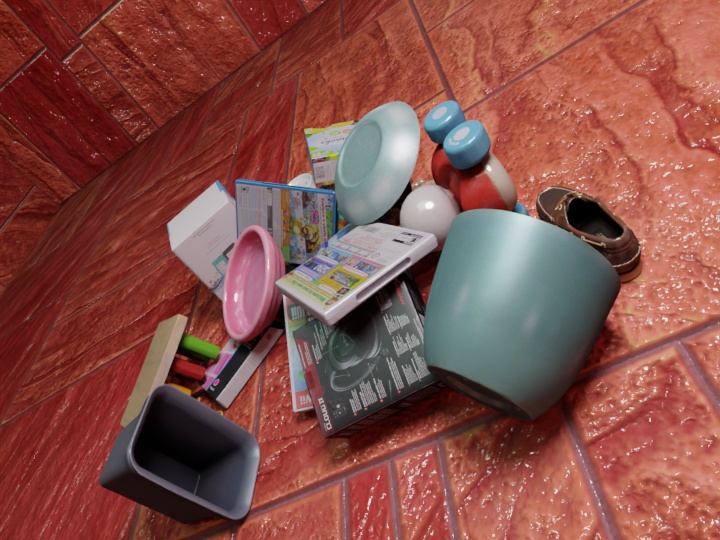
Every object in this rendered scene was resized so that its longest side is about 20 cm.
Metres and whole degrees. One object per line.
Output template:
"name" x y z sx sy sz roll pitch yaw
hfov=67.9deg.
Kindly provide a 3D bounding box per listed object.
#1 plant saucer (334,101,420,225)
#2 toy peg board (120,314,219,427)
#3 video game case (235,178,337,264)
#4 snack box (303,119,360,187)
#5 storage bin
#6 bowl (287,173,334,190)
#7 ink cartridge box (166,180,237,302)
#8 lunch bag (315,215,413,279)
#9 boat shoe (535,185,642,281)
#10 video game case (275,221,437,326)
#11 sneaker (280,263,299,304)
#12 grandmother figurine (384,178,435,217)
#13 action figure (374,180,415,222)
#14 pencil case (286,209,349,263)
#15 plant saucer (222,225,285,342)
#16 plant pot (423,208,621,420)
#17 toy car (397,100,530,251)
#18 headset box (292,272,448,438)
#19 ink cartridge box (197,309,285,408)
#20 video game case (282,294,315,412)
"plant saucer" 0.011 -0.176 0.839 0.198 0.038 0.208 -27 54 44
"toy peg board" -0.348 0.203 0.989 0.198 0.096 0.205 -18 52 58
"video game case" -0.139 -0.086 0.994 0.193 0.148 0.018 8 22 10
"snack box" -0.015 -0.257 1.133 0.193 0.069 0.171 -12 36 -4
"storage bin" -0.263 0.271 0.768 0.132 0.199 0.148 -30 34 29
"bowl" -0.114 -0.143 1.150 0.196 0.095 0.205 -26 38 22
"ink cartridge box" -0.276 -0.046 1.108 0.145 0.202 0.147 -39 34 -3
"lunch bag" 0.000 0.000 0.896 0.158 0.083 0.203 -34 34 16
"boat shoe" 0.289 -0.068 0.695 0.070 0.071 0.201 -37 33 5
"video game case" -0.013 -0.006 0.740 0.180 0.023 0.199 -35 23 -17
"sneaker" -0.110 0.031 0.976 0.082 0.072 0.200 -40 35 -4
"grandmother figurine" 0.083 -0.126 0.976 0.196 0.062 0.120 -10 17 41
"action figure" 0.039 -0.164 0.914 0.116 0.104 0.202 -20 27 20
"pencil case" -0.081 -0.077 1.038 0.194 0.089 0.090 -17 40 21
"plant saucer" -0.189 0.025 0.958 0.198 0.050 0.208 -22 62 51
"plant pot" 0.156 0.059 0.582 0.197 0.200 0.165 11 68 49
"toy car" 0.119 -0.103 0.798 0.198 0.185 0.179 -35 34 10
"headset box" 0.007 0.119 0.710 0.196 0.077 0.152 -31 64 16
"ink cartridge box" -0.211 0.146 0.984 0.093 0.037 0.202 13 59 51
"video game case" -0.050 0.095 0.800 0.139 0.017 0.207 -17 70 23
